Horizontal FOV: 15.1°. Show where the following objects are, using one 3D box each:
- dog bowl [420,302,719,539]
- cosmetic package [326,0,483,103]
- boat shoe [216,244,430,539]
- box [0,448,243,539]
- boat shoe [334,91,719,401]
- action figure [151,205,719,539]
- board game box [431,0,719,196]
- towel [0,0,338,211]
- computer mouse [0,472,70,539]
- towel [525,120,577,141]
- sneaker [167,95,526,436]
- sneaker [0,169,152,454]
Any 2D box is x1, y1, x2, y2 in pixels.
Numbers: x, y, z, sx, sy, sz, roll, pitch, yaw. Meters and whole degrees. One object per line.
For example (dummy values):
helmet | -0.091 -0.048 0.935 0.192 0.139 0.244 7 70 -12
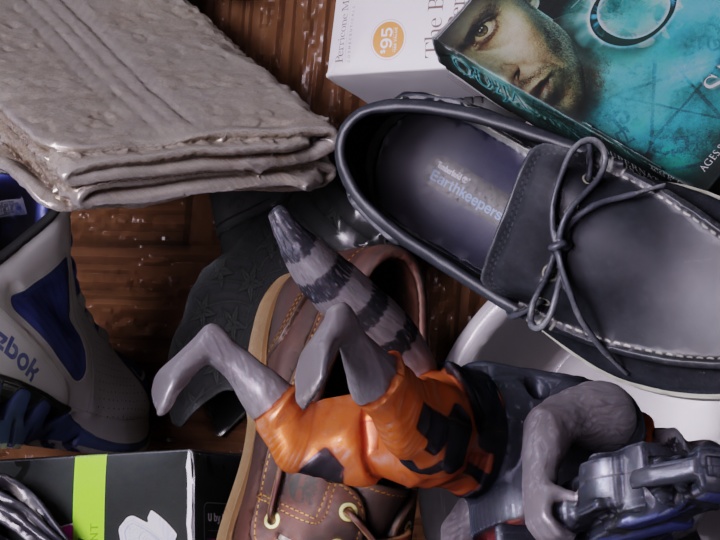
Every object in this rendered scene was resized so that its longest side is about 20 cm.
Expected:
dog bowl | 0.111 0.079 1.048 0.199 0.059 0.202 -6 79 31
cosmetic package | 0.041 -0.171 1.123 0.082 0.051 0.202 -2 75 33
boat shoe | -0.011 0.087 1.037 0.070 0.070 0.202 -16 66 48
box | -0.095 0.179 1.124 0.148 0.124 0.202 -6 81 30
boat shoe | 0.072 -0.010 0.951 0.199 0.062 0.075 28 96 29
action figure | 0.052 0.050 0.935 0.200 0.193 0.105 -28 48 52
board game box | 0.140 -0.122 1.027 0.135 0.028 0.200 32 71 31
towel | -0.104 -0.075 1.136 0.200 0.132 0.035 45 134 53
computer mouse | -0.147 0.193 1.056 0.138 0.053 0.201 30 87 34
towel | 0.162 -0.048 1.008 0.190 0.032 0.200 29 69 31
sneaker | -0.002 0.000 1.135 0.199 0.060 0.105 -15 75 33
sneaker | -0.139 0.016 1.134 0.080 0.199 0.116 9 89 20
